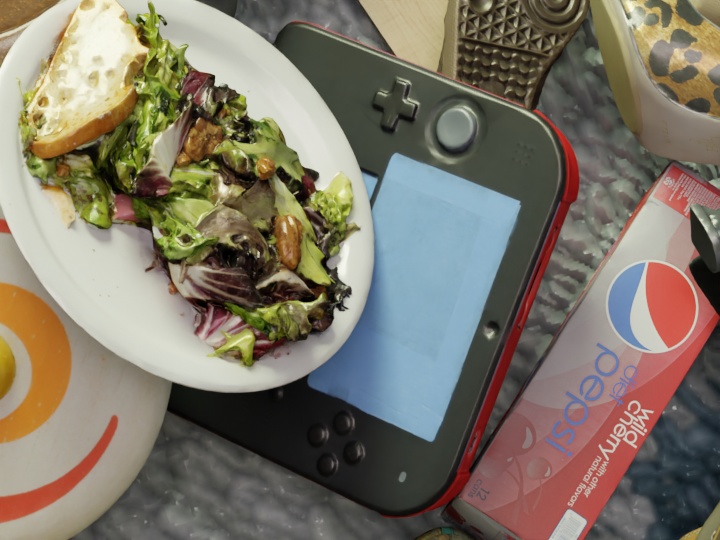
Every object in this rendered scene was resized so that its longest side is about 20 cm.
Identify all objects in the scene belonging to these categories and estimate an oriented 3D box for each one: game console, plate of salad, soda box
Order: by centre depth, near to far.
[{"bbox_3d":[-0.072,-0.042,1.256,0.199,0.048,0.201,19,55,-28],"label":"plate of salad"},{"bbox_3d":[0.000,0.000,1.333,0.176,0.031,0.201,23,95,25],"label":"game console"},{"bbox_3d":[0.120,0.050,1.365,0.063,0.070,0.200,33,77,3],"label":"soda box"}]

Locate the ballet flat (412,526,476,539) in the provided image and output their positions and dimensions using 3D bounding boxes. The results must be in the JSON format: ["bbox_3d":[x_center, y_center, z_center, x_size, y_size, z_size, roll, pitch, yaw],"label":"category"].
[{"bbox_3d":[0.049,0.218,1.325,0.070,0.071,0.201,-6,78,-5],"label":"ballet flat"}]

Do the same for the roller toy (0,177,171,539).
[{"bbox_3d":[-0.177,0.036,1.292,0.199,0.140,0.183,-23,100,-8],"label":"roller toy"}]

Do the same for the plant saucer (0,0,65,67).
[{"bbox_3d":[-0.196,-0.148,1.364,0.199,0.035,0.201,-4,49,4],"label":"plant saucer"}]

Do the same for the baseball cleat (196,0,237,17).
[{"bbox_3d":[-0.147,-0.079,1.391,0.199,0.070,0.107,-18,94,-4],"label":"baseball cleat"}]

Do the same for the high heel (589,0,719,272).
[{"bbox_3d":[0.195,-0.098,1.336,0.142,0.072,0.201,-18,59,-7],"label":"high heel"}]

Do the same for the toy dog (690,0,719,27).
[{"bbox_3d":[0.229,-0.160,1.366,0.131,0.200,0.097,19,81,-25],"label":"toy dog"}]

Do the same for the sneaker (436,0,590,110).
[{"bbox_3d":[0.057,-0.095,1.390,0.070,0.075,0.201,21,76,-18],"label":"sneaker"}]

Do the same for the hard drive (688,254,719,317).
[{"bbox_3d":[0.266,0.005,1.361,0.200,0.033,0.140,-33,88,-33],"label":"hard drive"}]

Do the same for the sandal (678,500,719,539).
[{"bbox_3d":[0.170,0.151,1.349,0.080,0.054,0.200,34,85,-26],"label":"sandal"}]

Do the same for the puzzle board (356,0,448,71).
[{"bbox_3d":[0.038,-0.209,1.449,0.150,0.017,0.200,-33,80,-9],"label":"puzzle board"}]
